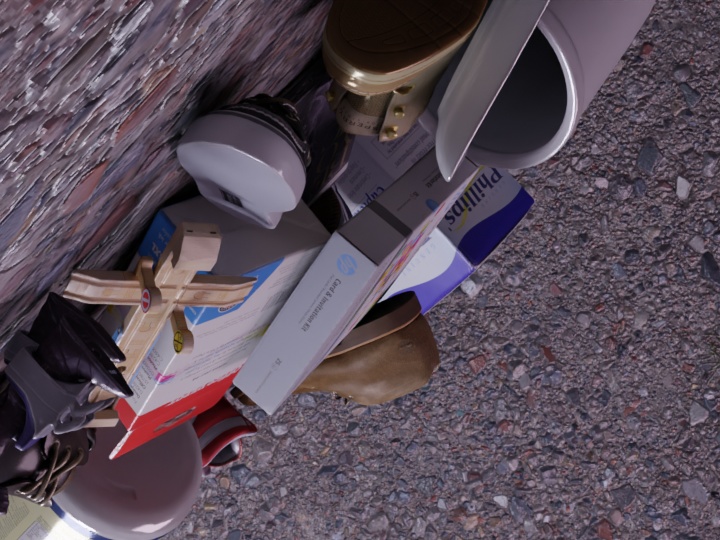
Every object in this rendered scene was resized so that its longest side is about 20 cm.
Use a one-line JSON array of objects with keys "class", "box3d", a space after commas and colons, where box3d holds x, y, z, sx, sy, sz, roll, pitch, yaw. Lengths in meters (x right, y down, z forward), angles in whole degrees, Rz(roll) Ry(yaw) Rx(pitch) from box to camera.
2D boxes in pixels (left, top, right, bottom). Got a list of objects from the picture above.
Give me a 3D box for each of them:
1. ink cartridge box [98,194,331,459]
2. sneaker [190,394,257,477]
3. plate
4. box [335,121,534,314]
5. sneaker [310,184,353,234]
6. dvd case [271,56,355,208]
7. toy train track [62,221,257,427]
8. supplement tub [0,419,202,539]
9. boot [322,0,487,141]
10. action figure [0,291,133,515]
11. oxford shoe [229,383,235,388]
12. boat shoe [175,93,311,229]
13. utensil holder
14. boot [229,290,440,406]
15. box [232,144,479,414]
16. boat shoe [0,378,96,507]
[{"class": "ink cartridge box", "box3d": [-0.116, 0.033, 0.846, 0.116, 0.067, 0.201, -24, 157, -49]}, {"class": "sneaker", "box3d": [-0.139, 0.113, 1.116, 0.071, 0.113, 0.200, -42, -175, 21]}, {"class": "plate", "box3d": [0.101, -0.168, 0.806, 0.201, 0.032, 0.200, -63, 178, 18]}, {"class": "box", "box3d": [0.034, -0.069, 1.195, 0.105, 0.200, 0.184, -45, 180, -31]}, {"class": "sneaker", "box3d": [-0.033, -0.016, 1.055, 0.069, 0.110, 0.201, -18, -150, 8]}, {"class": "dvd case", "box3d": [-0.043, -0.086, 0.907, 0.149, 0.016, 0.201, -48, 169, -29]}, {"class": "toy train track", "box3d": [-0.128, 0.046, 0.728, 0.113, 0.033, 0.200, 2, 143, -33]}, {"class": "supplement tub", "box3d": [-0.233, 0.186, 0.990, 0.200, 0.145, 0.145, -44, -178, 36]}, {"class": "boot", "box3d": [0.017, -0.131, 0.753, 0.201, 0.072, 0.156, -56, 180, -43]}, {"class": "action figure", "box3d": [-0.208, 0.104, 0.636, 0.200, 0.069, 0.130, -44, -174, 0]}, {"class": "oxford shoe", "box3d": [-0.111, 0.041, 1.052, 0.085, 0.072, 0.200, -63, 179, 16]}, {"class": "boat shoe", "box3d": [-0.058, -0.067, 0.674, 0.200, 0.068, 0.057, 148, -33, -82]}, {"class": "utensil holder", "box3d": [0.144, -0.212, 1.026, 0.200, 0.170, 0.170, -50, -177, -36]}, {"class": "boot", "box3d": [-0.024, 0.089, 1.033, 0.198, 0.076, 0.074, -22, -167, 29]}, {"class": "box", "box3d": [0.000, 0.000, 0.901, 0.157, 0.041, 0.200, -54, 175, 33]}, {"class": "boat shoe", "box3d": [-0.209, 0.109, 0.796, 0.075, 0.073, 0.200, -46, -179, 4]}]
